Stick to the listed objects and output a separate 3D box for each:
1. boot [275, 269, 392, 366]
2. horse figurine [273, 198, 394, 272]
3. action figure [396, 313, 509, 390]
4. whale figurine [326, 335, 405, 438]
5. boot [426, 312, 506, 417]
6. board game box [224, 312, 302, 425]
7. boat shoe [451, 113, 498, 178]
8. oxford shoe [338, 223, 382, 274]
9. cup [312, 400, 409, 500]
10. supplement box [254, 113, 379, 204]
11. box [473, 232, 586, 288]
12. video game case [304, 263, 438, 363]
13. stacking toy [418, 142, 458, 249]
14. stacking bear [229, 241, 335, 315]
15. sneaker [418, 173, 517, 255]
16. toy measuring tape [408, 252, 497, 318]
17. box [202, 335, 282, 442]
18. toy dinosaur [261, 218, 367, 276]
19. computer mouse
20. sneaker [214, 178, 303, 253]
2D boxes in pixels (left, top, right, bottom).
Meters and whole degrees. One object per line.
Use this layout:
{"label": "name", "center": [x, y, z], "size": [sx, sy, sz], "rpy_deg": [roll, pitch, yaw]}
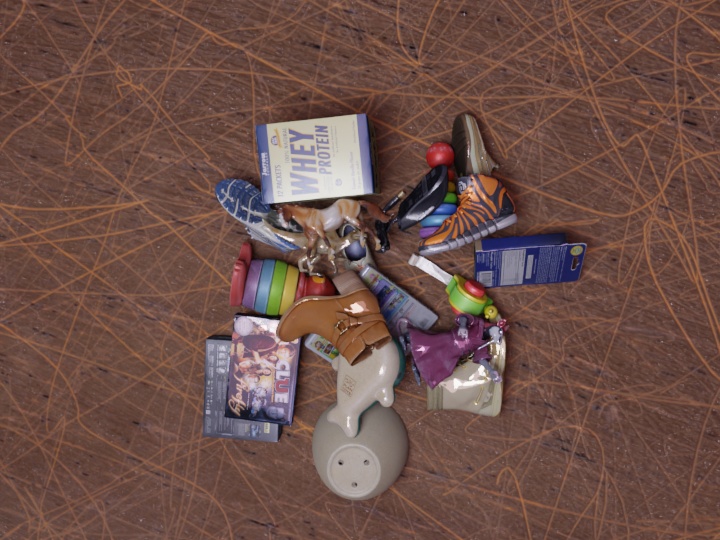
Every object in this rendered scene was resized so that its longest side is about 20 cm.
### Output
{"label": "boot", "center": [-0.050, 0.110, 1.246], "size": [0.199, 0.074, 0.156], "rpy_deg": [-37, 61, 11]}
{"label": "horse figurine", "center": [-0.042, -0.082, 1.248], "size": [0.198, 0.050, 0.134], "rpy_deg": [-19, 64, -9]}
{"label": "action figure", "center": [0.182, 0.137, 1.287], "size": [0.198, 0.149, 0.135], "rpy_deg": [-22, 114, -3]}
{"label": "whale figurine", "center": [0.012, 0.207, 1.293], "size": [0.158, 0.103, 0.202], "rpy_deg": [27, 98, 37]}
{"label": "boot", "center": [0.201, 0.179, 1.343], "size": [0.153, 0.073, 0.203], "rpy_deg": [3, 98, 6]}
{"label": "board game box", "center": [-0.186, 0.190, 1.347], "size": [0.133, 0.035, 0.203], "rpy_deg": [6, 94, 2]}
{"label": "boat shoe", "center": [0.223, -0.196, 1.311], "size": [0.075, 0.072, 0.203], "rpy_deg": [-11, 99, -14]}
{"label": "oxford shoe", "center": [0.000, 0.000, 1.339], "size": [0.070, 0.074, 0.202], "rpy_deg": [-22, 94, 7]}
{"label": "cup", "center": [-0.006, 0.359, 1.342], "size": [0.197, 0.143, 0.203], "rpy_deg": [0, 95, 5]}
{"label": "supplement box", "center": [-0.070, -0.197, 1.263], "size": [0.197, 0.200, 0.136], "rpy_deg": [-5, 96, 6]}
{"label": "box", "center": [0.311, -0.017, 1.293], "size": [0.197, 0.122, 0.033], "rpy_deg": [-3, 54, 6]}
{"label": "video game case", "center": [0.021, 0.114, 1.340], "size": [0.181, 0.022, 0.201], "rpy_deg": [35, 102, -20]}
{"label": "stacking toy", "center": [0.148, -0.140, 1.315], "size": [0.084, 0.085, 0.203], "rpy_deg": [-2, 90, 5]}
{"label": "stacking bear", "center": [-0.145, 0.034, 1.343], "size": [0.197, 0.122, 0.115], "rpy_deg": [12, 118, -5]}
{"label": "sneaker", "center": [0.177, -0.104, 1.242], "size": [0.198, 0.077, 0.113], "rpy_deg": [-23, 92, -17]}
{"label": "toy measuring tape", "center": [0.171, 0.033, 1.315], "size": [0.199, 0.074, 0.074], "rpy_deg": [33, 98, 10]}
{"label": "box", "center": [-0.233, 0.236, 1.396], "size": [0.155, 0.051, 0.203], "rpy_deg": [3, 95, 5]}
{"label": "toy dinosaur", "center": [-0.086, -0.043, 1.296], "size": [0.197, 0.058, 0.103], "rpy_deg": [5, 81, 2]}
{"label": "computer mouse", "center": [0.100, -0.121, 1.286], "size": [0.046, 0.141, 0.200], "rpy_deg": [34, 112, -19]}
{"label": "sneaker", "center": [-0.200, -0.095, 1.337], "size": [0.199, 0.085, 0.078], "rpy_deg": [36, 59, -9]}
